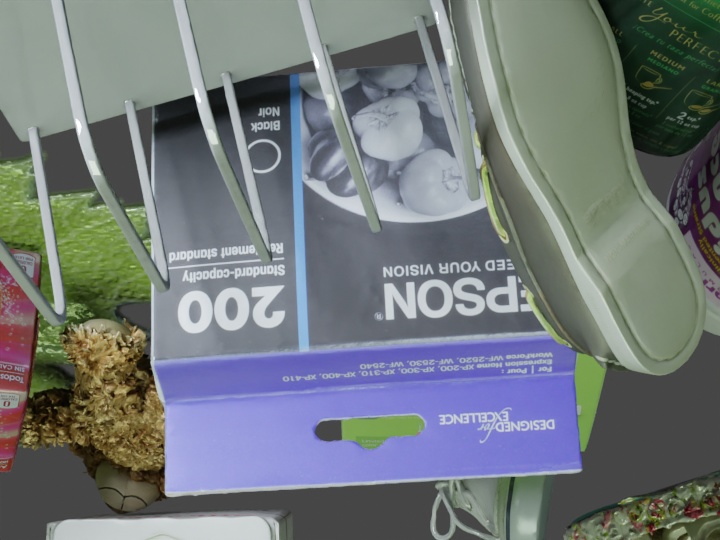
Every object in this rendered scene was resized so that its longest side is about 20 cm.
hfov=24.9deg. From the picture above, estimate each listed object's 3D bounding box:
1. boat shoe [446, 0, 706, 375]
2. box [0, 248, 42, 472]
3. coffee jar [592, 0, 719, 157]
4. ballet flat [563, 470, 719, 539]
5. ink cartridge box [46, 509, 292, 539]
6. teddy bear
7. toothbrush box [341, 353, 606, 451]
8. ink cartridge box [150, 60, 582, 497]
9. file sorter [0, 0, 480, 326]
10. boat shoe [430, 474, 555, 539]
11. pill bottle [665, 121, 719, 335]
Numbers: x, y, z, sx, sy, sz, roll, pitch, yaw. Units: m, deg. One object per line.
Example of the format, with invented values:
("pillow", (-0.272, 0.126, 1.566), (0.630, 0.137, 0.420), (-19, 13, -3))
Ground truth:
("boat shoe", (0.078, -0.046, 0.674), (0.060, 0.072, 0.202), (3, 123, 54))
("box", (-0.282, 0.041, 0.900), (0.200, 0.096, 0.100), (8, 145, -14))
("coffee jar", (0.152, -0.141, 0.665), (0.104, 0.085, 0.200), (27, 139, -13))
("ballet flat", (0.232, 0.185, 1.161), (0.200, 0.064, 0.076), (-26, 139, 31))
("ink cartridge box", (-0.121, 0.202, 1.083), (0.146, 0.083, 0.200), (-1, 173, 0))
("teddy bear", (-0.135, 0.091, 0.994), (0.145, 0.067, 0.200), (7, 144, -28))
("toothbrush box", (0.060, 0.019, 0.894), (0.146, 0.086, 0.200), (-2, 146, -1))
("ink cartridge box", (0.000, 0.000, 0.765), (0.198, 0.200, 0.043), (-5, 161, 3))
("file sorter", (-0.059, -0.076, 0.666), (0.200, 0.125, 0.139), (-16, 152, 1))
("boat shoe", (0.077, 0.133, 1.027), (0.086, 0.075, 0.202), (8, -177, 6))
("pill bottle", (0.212, -0.033, 0.784), (0.112, 0.112, 0.200), (3, 161, -7))
